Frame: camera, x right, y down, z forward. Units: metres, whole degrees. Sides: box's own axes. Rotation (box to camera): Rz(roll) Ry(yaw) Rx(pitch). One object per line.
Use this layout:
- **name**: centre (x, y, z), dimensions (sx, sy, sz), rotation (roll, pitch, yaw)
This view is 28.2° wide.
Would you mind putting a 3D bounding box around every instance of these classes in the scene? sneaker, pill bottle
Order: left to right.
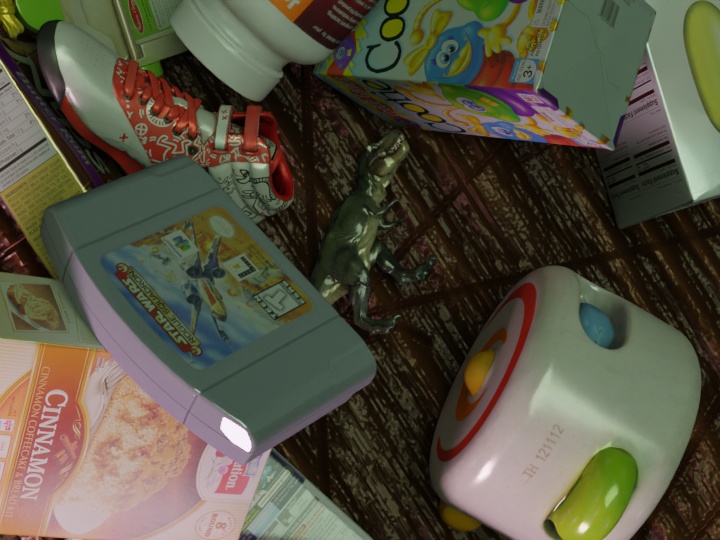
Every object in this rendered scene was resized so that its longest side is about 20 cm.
- **sneaker**: centre (-0.121, -0.103, 0.960), dimensions (0.107, 0.068, 0.202), rotation (-17, 130, 20)
- **pill bottle**: centre (-0.032, -0.214, 0.956), dimensions (0.113, 0.113, 0.200), rotation (42, 103, -5)

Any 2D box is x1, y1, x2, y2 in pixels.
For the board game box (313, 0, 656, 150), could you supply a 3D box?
- **board game box**: centre (0.082, -0.156, 0.984), dimensions (0.104, 0.199, 0.104), rotation (26, 80, -46)

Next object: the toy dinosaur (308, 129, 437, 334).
- **toy dinosaur**: centre (0.000, 0.000, 1.046), dimensions (0.087, 0.047, 0.201), rotation (29, 81, 7)

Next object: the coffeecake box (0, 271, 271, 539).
- **coffeecake box**: centre (-0.158, 0.093, 0.913), dimensions (0.198, 0.073, 0.155), rotation (8, 121, -22)

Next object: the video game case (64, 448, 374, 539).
- **video game case**: centre (-0.113, 0.217, 1.019), dimensions (0.182, 0.023, 0.200), rotation (42, 80, -6)

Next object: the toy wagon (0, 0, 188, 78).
- **toy wagon**: centre (-0.167, -0.210, 1.000), dimensions (0.198, 0.039, 0.157), rotation (-24, 105, -26)

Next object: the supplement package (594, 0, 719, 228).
- **supplement package**: centre (0.269, -0.160, 1.059), dimensions (0.189, 0.147, 0.202), rotation (-17, 88, -12)

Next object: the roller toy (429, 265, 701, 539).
- **roller toy**: centre (0.133, 0.098, 0.996), dimensions (0.139, 0.200, 0.184), rotation (28, 70, -7)

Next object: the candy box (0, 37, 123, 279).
- **candy box**: centre (-0.202, -0.059, 0.969), dimensions (0.056, 0.117, 0.201), rotation (-31, 92, 7)

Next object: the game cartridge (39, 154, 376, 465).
- **game cartridge**: centre (-0.097, 0.019, 0.870), dimensions (0.200, 0.042, 0.133), rotation (46, 40, 17)
